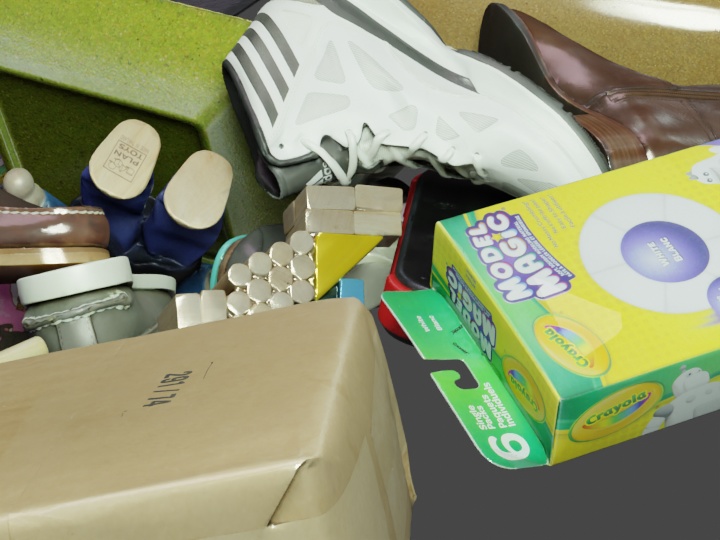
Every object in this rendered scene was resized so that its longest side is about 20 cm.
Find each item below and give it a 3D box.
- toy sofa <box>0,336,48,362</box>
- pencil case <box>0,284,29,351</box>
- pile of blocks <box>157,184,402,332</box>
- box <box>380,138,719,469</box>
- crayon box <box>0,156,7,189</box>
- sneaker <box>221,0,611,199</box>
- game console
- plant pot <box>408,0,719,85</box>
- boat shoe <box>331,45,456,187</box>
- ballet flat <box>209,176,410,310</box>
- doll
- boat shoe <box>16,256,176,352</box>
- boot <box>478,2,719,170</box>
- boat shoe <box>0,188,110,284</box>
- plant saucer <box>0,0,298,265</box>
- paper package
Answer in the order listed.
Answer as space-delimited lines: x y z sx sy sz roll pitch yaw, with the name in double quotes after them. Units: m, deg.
-0.229 0.051 1.193 0.083 0.098 0.200 -22 17 -34 "toy sofa"
-0.237 0.014 1.371 0.083 0.087 0.200 8 -1 -38 "pencil case"
-0.055 0.037 1.138 0.200 0.082 0.062 -37 -2 -20 "pile of blocks"
0.119 0.010 1.078 0.200 0.048 0.117 -18 49 -18 "box"
-0.177 -0.085 1.531 0.200 0.058 0.173 -29 -10 19 "crayon box"
0.018 -0.056 1.197 0.115 0.200 0.076 -49 -15 -18 "sneaker"
0.103 -0.001 1.193 0.177 0.031 0.200 8 22 3 "game console"
0.134 -0.142 1.417 0.200 0.187 0.186 7 21 26 "plant pot"
-0.008 -0.070 1.370 0.075 0.062 0.200 -34 -7 -37 "boat shoe"
0.000 0.000 1.276 0.068 0.068 0.200 14 19 26 "ballet flat"
-0.126 -0.019 1.315 0.136 0.049 0.200 23 -24 -5 "doll"
-0.126 0.033 1.235 0.072 0.060 0.202 -14 -5 2 "boat shoe"
0.178 -0.087 1.306 0.200 0.064 0.186 -6 37 -22 "boot"
-0.214 -0.025 1.245 0.200 0.070 0.070 -3 -9 24 "boat shoe"
-0.124 -0.068 1.334 0.200 0.200 0.048 16 58 19 "plant saucer"
-0.083 0.097 0.895 0.190 0.104 0.200 -11 15 7 "paper package"
